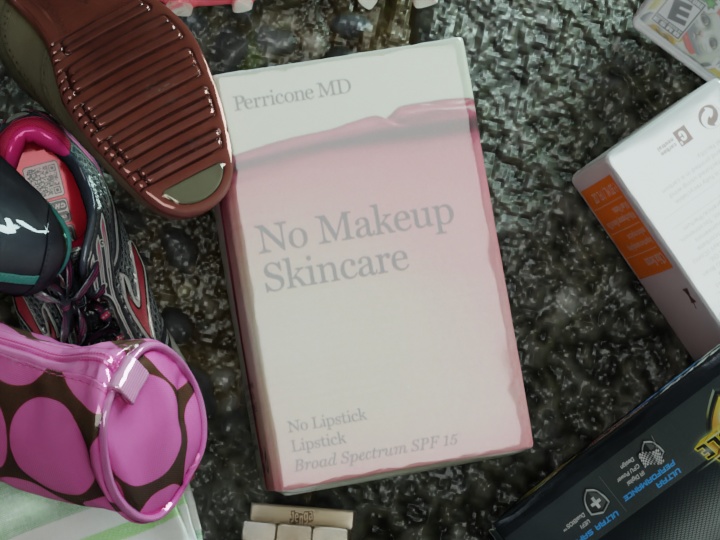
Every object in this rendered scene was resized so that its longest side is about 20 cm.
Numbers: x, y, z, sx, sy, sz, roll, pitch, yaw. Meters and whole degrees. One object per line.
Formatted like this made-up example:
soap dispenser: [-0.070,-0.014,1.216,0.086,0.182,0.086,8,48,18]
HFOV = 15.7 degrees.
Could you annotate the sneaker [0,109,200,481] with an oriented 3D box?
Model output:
sneaker: [-0.137,0.020,1.263,0.080,0.075,0.201,-24,89,-7]

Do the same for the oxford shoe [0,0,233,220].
oxford shoe: [-0.125,-0.096,1.232,0.070,0.075,0.200,-24,68,-24]

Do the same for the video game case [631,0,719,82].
video game case: [0.263,-0.128,1.280,0.200,0.023,0.182,36,126,-3]

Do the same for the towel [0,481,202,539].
towel: [-0.129,0.174,1.183,0.152,0.023,0.201,-22,59,-3]

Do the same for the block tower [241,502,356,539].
block tower: [-0.039,0.214,1.263,0.054,0.058,0.201,5,83,4]

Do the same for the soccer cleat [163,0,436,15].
soccer cleat: [-0.048,-0.173,1.290,0.199,0.067,0.077,2,59,1]

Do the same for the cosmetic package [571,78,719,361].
cosmetic package: [0.194,0.012,1.283,0.071,0.101,0.200,-35,89,-7]

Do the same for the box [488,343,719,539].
box: [0.180,0.127,1.236,0.200,0.046,0.159,-41,86,35]

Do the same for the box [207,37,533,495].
box: [0.000,0.000,1.260,0.127,0.109,0.201,-10,87,-6]

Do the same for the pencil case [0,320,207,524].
pencil case: [-0.169,0.051,1.202,0.199,0.094,0.091,13,39,29]

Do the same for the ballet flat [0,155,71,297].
ballet flat: [-0.218,-0.056,1.224,0.073,0.073,0.200,-44,63,-7]
